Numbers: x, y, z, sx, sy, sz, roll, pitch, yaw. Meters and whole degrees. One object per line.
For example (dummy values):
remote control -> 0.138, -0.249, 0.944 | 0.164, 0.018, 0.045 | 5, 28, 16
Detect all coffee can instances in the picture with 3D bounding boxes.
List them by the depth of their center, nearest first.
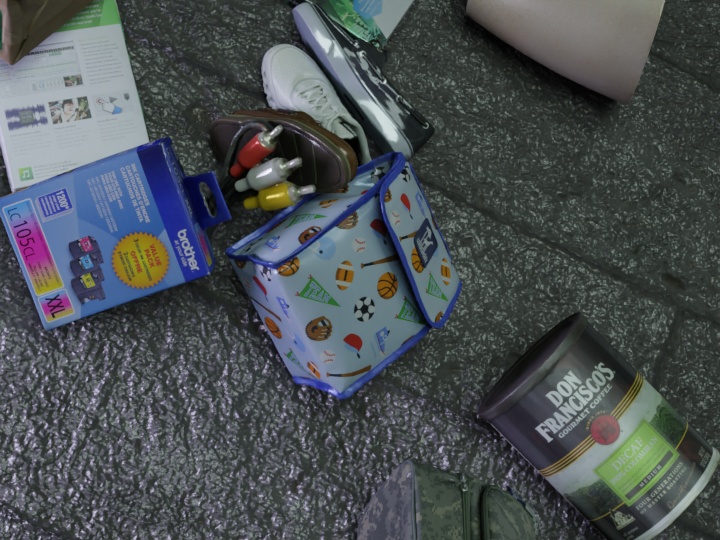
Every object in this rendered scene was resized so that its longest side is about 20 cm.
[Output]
coffee can -> 0.240, 0.163, 1.472 | 0.200, 0.146, 0.146 | 45, 69, -1

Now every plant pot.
plant pot -> 0.223, -0.299, 1.590 | 0.200, 0.187, 0.187 | 17, 71, 4

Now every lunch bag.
lunch bag -> 0.092, 0.294, 1.379 | 0.168, 0.139, 0.200 | 21, 40, -18
lunch bag -> 0.000, 0.000, 1.439 | 0.200, 0.124, 0.170 | -36, 116, -24

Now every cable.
cable -> -0.135, -0.075, 1.418 | 0.200, 0.050, 0.097 | -29, 84, 24

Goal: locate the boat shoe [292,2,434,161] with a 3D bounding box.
boat shoe -> 0.007, -0.209, 1.544 | 0.066, 0.070, 0.200 | -37, 90, -9

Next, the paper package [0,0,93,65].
paper package -> -0.356, -0.332, 1.430 | 0.200, 0.103, 0.191 | 35, 60, 12

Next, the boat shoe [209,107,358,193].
boat shoe -> -0.065, -0.131, 1.452 | 0.068, 0.200, 0.072 | -27, 124, -36

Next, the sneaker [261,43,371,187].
sneaker -> -0.036, -0.155, 1.518 | 0.075, 0.081, 0.200 | -28, 83, -19

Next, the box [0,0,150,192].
box -> -0.299, -0.182, 1.469 | 0.144, 0.036, 0.200 | -11, 80, -18

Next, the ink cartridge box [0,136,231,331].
ink cartridge box -> -0.224, -0.041, 1.385 | 0.200, 0.076, 0.137 | -20, 100, 1

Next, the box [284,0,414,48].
box -> -0.029, -0.342, 1.593 | 0.200, 0.036, 0.144 | 34, 69, -4
